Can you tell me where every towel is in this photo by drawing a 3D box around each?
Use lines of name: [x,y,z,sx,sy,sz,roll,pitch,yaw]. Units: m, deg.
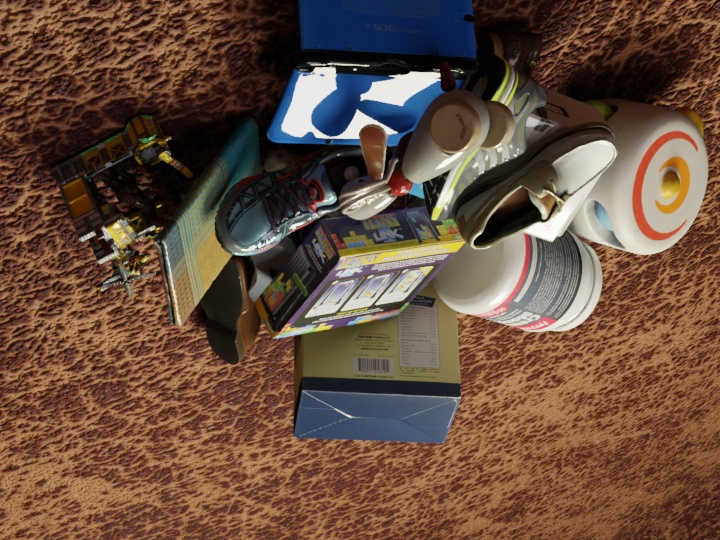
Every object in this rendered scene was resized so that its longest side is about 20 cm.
towel: [-0.160,-0.054,1.551,0.147,0.022,0.200,87,28,-48]

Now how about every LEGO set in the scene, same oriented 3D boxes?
LEGO set: [-0.232,-0.056,1.529,0.153,0.116,0.200,-23,150,-8]

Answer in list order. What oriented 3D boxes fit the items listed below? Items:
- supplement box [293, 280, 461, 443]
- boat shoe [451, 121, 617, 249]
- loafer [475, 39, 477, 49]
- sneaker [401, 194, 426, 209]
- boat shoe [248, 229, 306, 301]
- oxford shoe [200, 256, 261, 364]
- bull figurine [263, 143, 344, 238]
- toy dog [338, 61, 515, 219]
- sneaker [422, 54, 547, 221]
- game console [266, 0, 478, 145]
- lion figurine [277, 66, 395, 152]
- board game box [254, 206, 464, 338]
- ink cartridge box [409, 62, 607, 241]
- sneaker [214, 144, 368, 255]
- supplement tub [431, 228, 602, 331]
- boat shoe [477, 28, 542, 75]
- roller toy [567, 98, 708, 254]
supplement box: [0.017,0.096,1.816,0.198,0.201,0.135,3,148,-6]
boat shoe: [0.196,-0.085,1.566,0.199,0.069,0.075,-32,123,14]
loafer: [0.033,-0.245,1.508,0.199,0.063,0.072,-12,146,-25]
sneaker: [0.080,-0.129,1.720,0.080,0.087,0.201,7,120,-11]
boat shoe: [-0.097,-0.014,1.709,0.073,0.068,0.200,9,153,9]
oxford shoe: [-0.157,0.031,1.796,0.071,0.071,0.201,-46,157,-31]
bull figurine: [-0.042,-0.086,1.664,0.121,0.065,0.200,17,162,13]
toy dog: [0.052,-0.135,1.444,0.199,0.097,0.132,-26,171,8]
sneaker: [0.130,-0.128,1.523,0.080,0.074,0.201,16,126,-23]
game console: [0.007,-0.224,1.466,0.199,0.172,0.118,-1,173,-27]
lion figurine: [-0.020,-0.167,1.579,0.122,0.073,0.200,-15,154,-1]
board game box: [0.000,0.000,1.656,0.199,0.057,0.165,-8,149,-42]
ink cartridge box: [0.163,-0.136,1.620,0.199,0.085,0.146,17,124,-22]
sneaker: [-0.066,-0.085,1.524,0.199,0.080,0.095,-33,-173,-21]
supplement tub: [0.195,-0.001,1.788,0.199,0.141,0.140,16,129,-45]
boat shoe: [0.161,-0.195,1.677,0.070,0.071,0.201,-8,144,-20]
roller toy: [0.344,-0.118,1.806,0.199,0.139,0.184,-4,106,-41]
